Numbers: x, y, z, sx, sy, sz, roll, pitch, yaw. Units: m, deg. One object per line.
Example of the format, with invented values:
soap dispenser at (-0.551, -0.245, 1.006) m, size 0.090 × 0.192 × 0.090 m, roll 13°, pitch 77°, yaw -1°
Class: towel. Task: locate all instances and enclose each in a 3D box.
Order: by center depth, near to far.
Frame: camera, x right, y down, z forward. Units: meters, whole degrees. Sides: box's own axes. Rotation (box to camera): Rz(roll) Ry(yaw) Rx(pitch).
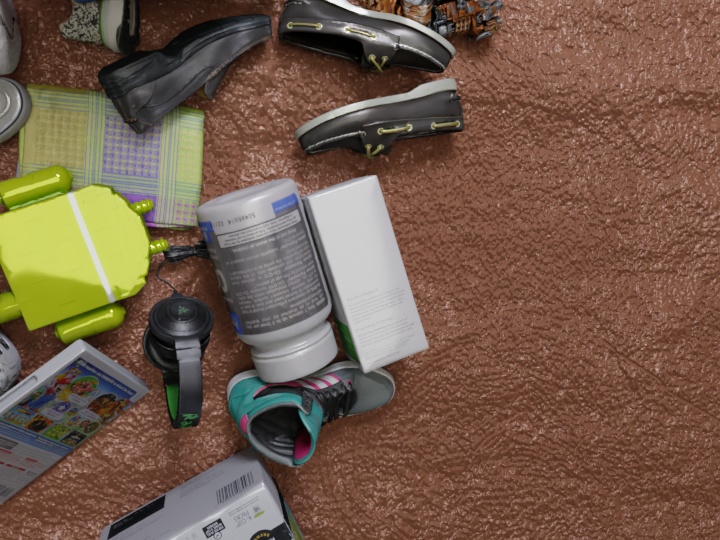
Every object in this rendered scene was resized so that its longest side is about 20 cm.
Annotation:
towel at (-0.274, -0.121, 0.760) m, size 0.198 × 0.023 × 0.145 m, roll 3°, pitch 93°, yaw -14°

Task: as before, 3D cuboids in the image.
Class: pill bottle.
pill bottle at (-0.096, 0.011, 0.761) m, size 0.113 × 0.114 × 0.202 m, roll -19°, pitch 104°, yaw -11°

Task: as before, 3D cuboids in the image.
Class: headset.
headset at (-0.184, 0.066, 0.753) m, size 0.093 × 0.124 × 0.202 m, roll -4°, pitch 71°, yaw -24°

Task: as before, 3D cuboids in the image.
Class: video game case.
video game case at (-0.333, 0.161, 0.718) m, size 0.199 × 0.143 × 0.018 m, roll -37°, pitch 63°, yaw -8°

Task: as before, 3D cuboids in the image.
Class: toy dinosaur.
toy dinosaur at (0.073, -0.320, 0.795) m, size 0.199 × 0.102 × 0.137 m, roll -5°, pitch 114°, yaw -34°

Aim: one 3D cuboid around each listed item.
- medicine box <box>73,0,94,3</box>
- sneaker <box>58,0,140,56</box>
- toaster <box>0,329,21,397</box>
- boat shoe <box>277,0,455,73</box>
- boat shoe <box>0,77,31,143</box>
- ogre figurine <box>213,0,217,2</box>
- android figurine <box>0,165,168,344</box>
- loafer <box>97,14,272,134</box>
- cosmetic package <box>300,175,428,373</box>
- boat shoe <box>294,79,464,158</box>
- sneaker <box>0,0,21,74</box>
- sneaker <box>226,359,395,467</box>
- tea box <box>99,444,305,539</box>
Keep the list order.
medicine box at (-0.209, -0.315, 0.586) m, size 0.180 × 0.200 × 0.104 m, roll -8°, pitch 96°, yaw 6°
sneaker at (-0.280, -0.328, 0.720) m, size 0.088 × 0.077 × 0.202 m, roll 1°, pitch 92°, yaw -5°
toaster at (-0.440, 0.084, 0.692) m, size 0.129 × 0.114 × 0.201 m, roll -39°, pitch 101°, yaw -12°
boat shoe at (0.006, -0.257, 0.785) m, size 0.200 × 0.072 × 0.061 m, roll 19°, pitch 83°, yaw -1°
boat shoe at (-0.435, -0.150, 0.689) m, size 0.198 × 0.066 × 0.073 m, roll -12°, pitch 94°, yaw -6°
ogre figurine at (-0.150, -0.358, 0.734) m, size 0.198 × 0.098 × 0.121 m, roll 13°, pitch 80°, yaw -25°
android figurine at (-0.306, -0.017, 0.731) m, size 0.199 × 0.041 × 0.183 m, roll -22°, pitch 104°, yaw -11°
loafer at (-0.179, -0.219, 0.754) m, size 0.199 × 0.073 × 0.073 m, roll -30°, pitch 122°, yaw -17°
cosmetic package at (0.000, 0.000, 0.791) m, size 0.084 × 0.108 × 0.202 m, roll -20°, pitch 97°, yaw -10°
boat shoe at (0.026, -0.164, 0.796) m, size 0.200 × 0.072 × 0.061 m, roll -19°, pitch 94°, yaw -12°
sneaker at (-0.416, -0.285, 0.689) m, size 0.114 × 0.075 × 0.202 m, roll -15°, pitch 93°, yaw -11°
sneaker at (-0.047, 0.158, 0.777) m, size 0.198 × 0.121 × 0.084 m, roll -3°, pitch 113°, yaw -11°
tea box at (-0.156, 0.340, 0.766) m, size 0.199 × 0.134 × 0.198 m, roll -28°, pitch 101°, yaw -10°
